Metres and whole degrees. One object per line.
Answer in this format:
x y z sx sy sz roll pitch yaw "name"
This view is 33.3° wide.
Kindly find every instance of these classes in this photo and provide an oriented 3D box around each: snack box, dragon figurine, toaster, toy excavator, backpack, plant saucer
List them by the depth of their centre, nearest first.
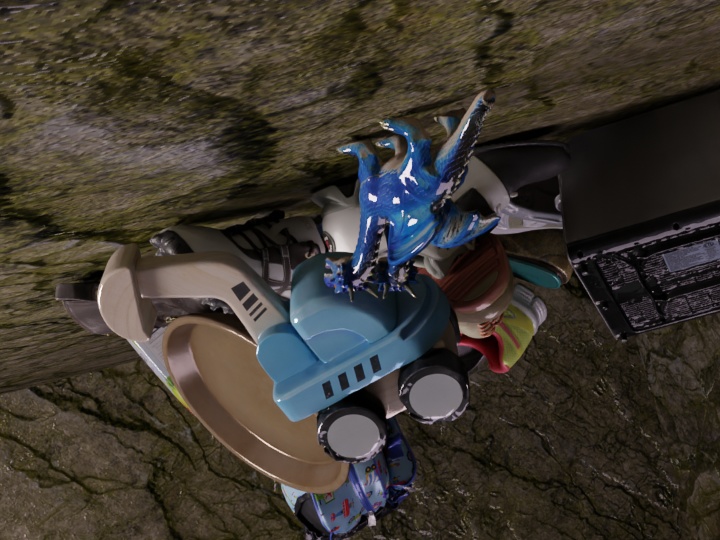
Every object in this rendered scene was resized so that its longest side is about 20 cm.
0.040 -0.039 0.703 0.059 0.100 0.200 -13 176 -35 "dragon figurine"
-0.048 0.032 0.812 0.194 0.200 0.100 -29 -156 14 "toy excavator"
0.269 -0.042 0.982 0.200 0.119 0.181 -17 149 18 "toaster"
-0.085 0.110 1.023 0.029 0.200 0.200 -46 -165 -33 "plant saucer"
-0.027 0.167 1.186 0.134 0.183 0.200 -23 165 -5 "backpack"
-0.195 0.084 1.236 0.053 0.142 0.200 -40 -179 -11 "snack box"

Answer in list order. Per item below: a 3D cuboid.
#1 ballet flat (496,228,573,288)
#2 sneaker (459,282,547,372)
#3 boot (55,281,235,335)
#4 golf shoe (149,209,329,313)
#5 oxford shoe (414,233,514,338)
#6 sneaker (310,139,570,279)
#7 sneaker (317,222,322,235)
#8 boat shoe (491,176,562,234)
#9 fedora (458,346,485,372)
0.112 -0.036 1.160 0.200 0.071 0.071 15 -174 18 "ballet flat"
0.077 0.030 1.136 0.200 0.090 0.078 26 159 -3 "sneaker"
-0.163 0.033 1.094 0.174 0.069 0.200 -7 159 14 "boot"
-0.083 -0.015 0.913 0.095 0.078 0.200 -48 158 7 "golf shoe"
0.093 0.017 0.944 0.071 0.074 0.200 -38 -171 2 "oxford shoe"
0.070 -0.042 0.905 0.200 0.089 0.074 -16 175 -6 "sneaker"
0.005 -0.029 1.081 0.200 0.079 0.066 4 179 4 "sneaker"
0.196 -0.072 1.079 0.202 0.075 0.065 -6 177 -23 "boat shoe"
0.068 0.029 1.315 0.090 0.177 0.200 0 -172 -37 "fedora"
